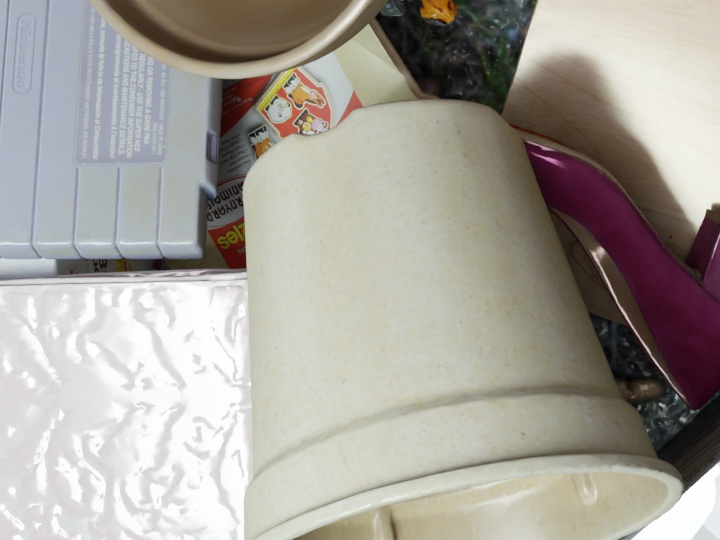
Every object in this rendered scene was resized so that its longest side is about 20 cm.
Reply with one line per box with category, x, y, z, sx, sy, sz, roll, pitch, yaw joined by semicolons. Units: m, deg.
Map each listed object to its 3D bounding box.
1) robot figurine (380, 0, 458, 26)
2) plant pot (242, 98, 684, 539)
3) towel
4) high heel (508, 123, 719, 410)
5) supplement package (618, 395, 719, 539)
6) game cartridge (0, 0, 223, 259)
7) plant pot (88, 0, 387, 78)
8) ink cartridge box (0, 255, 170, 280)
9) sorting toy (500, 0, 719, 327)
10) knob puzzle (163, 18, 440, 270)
robot figurine;0.026;-0.227;1.011;0.058;0.145;0.201;4;106;36
plant pot;0.026;0.033;0.878;0.199;0.200;0.185;-19;68;19
towel;-0.130;0.101;0.966;0.190;0.032;0.201;-1;98;16
high heel;0.107;-0.007;0.977;0.199;0.067;0.096;23;97;-13
supplement package;0.195;0.141;0.994;0.114;0.200;0.110;46;109;4
game cartridge;-0.132;-0.103;0.983;0.129;0.038;0.201;1;75;2
plant pot;-0.044;-0.194;0.921;0.200;0.093;0.202;6;102;28
ink cartridge box;-0.190;0.040;1.091;0.144;0.200;0.146;1;101;17
sorting toy;0.178;-0.068;1.030;0.199;0.070;0.200;21;105;13
knob puzzle;-0.028;-0.046;1.044;0.218;0.030;0.221;10;115;22
